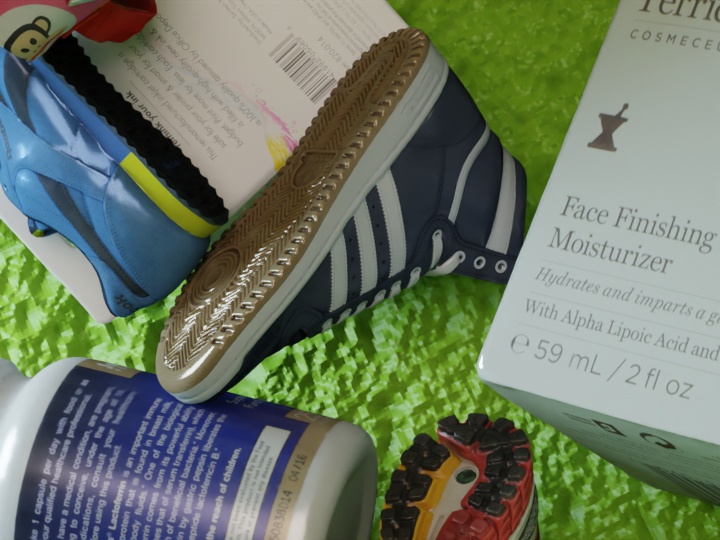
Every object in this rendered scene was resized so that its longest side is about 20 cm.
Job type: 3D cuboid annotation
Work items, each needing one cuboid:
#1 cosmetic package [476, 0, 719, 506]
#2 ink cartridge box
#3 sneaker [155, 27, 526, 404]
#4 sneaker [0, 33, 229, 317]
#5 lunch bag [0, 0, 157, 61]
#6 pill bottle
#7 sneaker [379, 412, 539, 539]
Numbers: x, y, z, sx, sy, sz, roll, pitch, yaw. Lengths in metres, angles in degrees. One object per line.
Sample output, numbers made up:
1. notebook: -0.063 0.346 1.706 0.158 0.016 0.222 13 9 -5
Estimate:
1. cosmetic package: 0.184 -0.003 1.137 0.164 0.165 0.201 13 78 40
2. ink cartridge box: -0.083 -0.079 1.269 0.200 0.067 0.117 -43 88 -3
3. sneaker: 0.000 0.000 1.212 0.200 0.109 0.070 -54 31 -15
4. sneaker: -0.148 -0.066 1.203 0.078 0.066 0.200 -44 82 17
5. lunch bag: -0.156 -0.168 1.169 0.082 0.200 0.176 -42 104 15
6. pill bottle: -0.101 0.104 1.213 0.199 0.116 0.116 13 79 13
7. sneaker: 0.031 0.162 1.166 0.077 0.082 0.200 12 53 31
